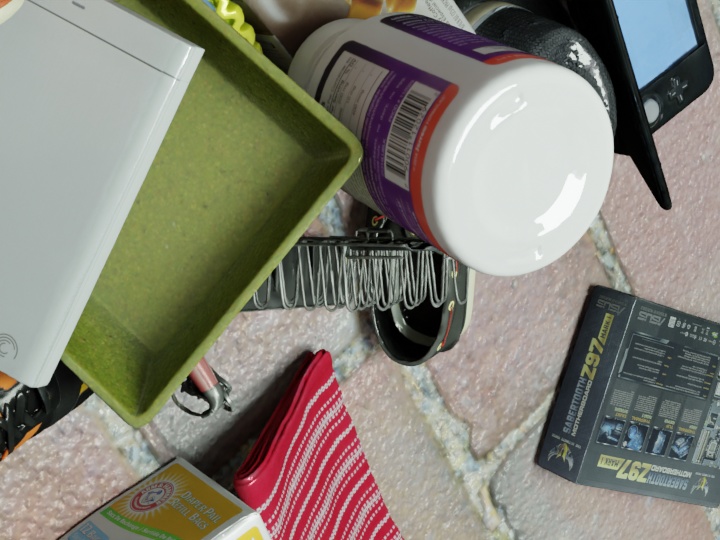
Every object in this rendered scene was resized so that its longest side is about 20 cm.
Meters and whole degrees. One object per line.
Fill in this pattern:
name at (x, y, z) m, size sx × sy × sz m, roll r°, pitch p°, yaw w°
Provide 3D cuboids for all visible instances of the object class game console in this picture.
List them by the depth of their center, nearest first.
game console at (0.219, -0.178, 1.033) m, size 0.176 × 0.116 × 0.201 m, roll -37°, pitch 122°, yaw -23°

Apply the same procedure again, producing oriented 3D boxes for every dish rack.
dish rack at (0.000, 0.000, 0.856) m, size 0.153 × 0.199 × 0.055 m, roll -4°, pitch 94°, yaw -51°

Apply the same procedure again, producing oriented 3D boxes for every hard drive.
hard drive at (-0.183, -0.057, 0.746) m, size 0.201 × 0.131 × 0.027 m, roll -63°, pitch 169°, yaw 9°

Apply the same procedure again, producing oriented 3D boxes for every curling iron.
curling iron at (-0.138, 0.006, 0.836) m, size 0.026 × 0.049 × 0.201 m, roll -39°, pitch 102°, yaw -34°

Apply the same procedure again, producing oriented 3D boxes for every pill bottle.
pill bottle at (0.037, -0.080, 0.770) m, size 0.111 × 0.200 × 0.112 m, roll -12°, pitch 115°, yaw -26°

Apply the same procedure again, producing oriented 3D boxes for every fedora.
fedora at (0.120, -0.105, 0.992) m, size 0.200 × 0.091 × 0.202 m, roll -10°, pitch 108°, yaw -34°

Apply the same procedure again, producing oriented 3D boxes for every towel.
towel at (-0.022, 0.172, 0.964) m, size 0.145 × 0.022 × 0.201 m, roll -59°, pitch 136°, yaw -49°

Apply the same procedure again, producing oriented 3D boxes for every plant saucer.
plant saucer at (-0.125, -0.054, 0.770) m, size 0.200 × 0.200 × 0.048 m, roll -50°, pitch 172°, yaw 11°

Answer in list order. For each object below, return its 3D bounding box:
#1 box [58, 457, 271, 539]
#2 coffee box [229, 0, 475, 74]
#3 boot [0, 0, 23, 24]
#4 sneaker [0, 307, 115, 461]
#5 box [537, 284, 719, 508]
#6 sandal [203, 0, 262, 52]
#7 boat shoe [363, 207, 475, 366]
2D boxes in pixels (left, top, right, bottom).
box at (-0.098, 0.241, 0.911) m, size 0.101 × 0.112 × 0.201 m, roll -33°, pitch 120°, yaw -24°
coffee box at (-0.032, -0.182, 0.866) m, size 0.114 × 0.080 × 0.200 m, roll -49°, pitch 125°, yaw -13°
boot at (-0.173, -0.193, 0.697) m, size 0.200 × 0.075 × 0.108 m, roll -51°, pitch 158°, yaw -35°
sneaker at (-0.212, 0.094, 0.774) m, size 0.199 × 0.090 × 0.070 m, roll -28°, pitch 129°, yaw -14°
box at (0.251, 0.110, 1.175) m, size 0.199 × 0.051 × 0.159 m, roll 15°, pitch 93°, yaw -39°
sandal at (-0.099, -0.109, 0.842) m, size 0.087 × 0.079 × 0.200 m, roll -44°, pitch 122°, yaw -15°
boat shoe at (0.040, -0.031, 0.957) m, size 0.063 × 0.073 × 0.202 m, roll -37°, pitch 130°, yaw -53°
